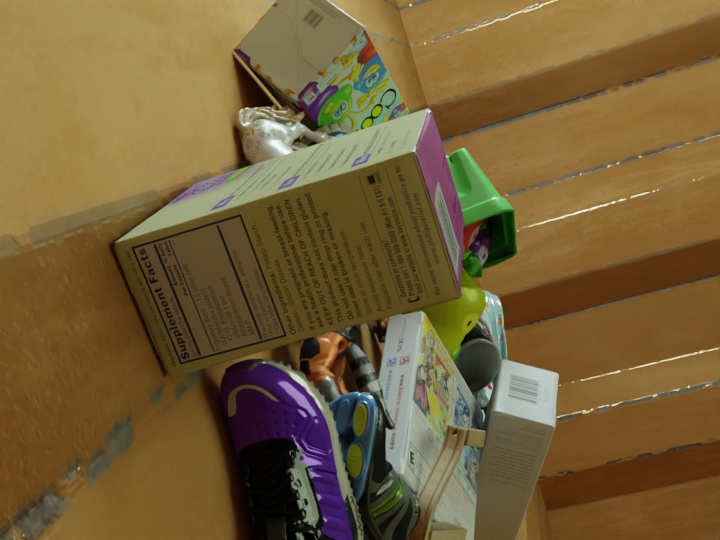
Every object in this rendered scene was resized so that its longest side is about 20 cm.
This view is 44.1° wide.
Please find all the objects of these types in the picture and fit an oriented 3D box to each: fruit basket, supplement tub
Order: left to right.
[{"bbox_3d":[0.097,0.084,1.131,0.200,0.107,0.107,38,-27,60],"label":"supplement tub"},{"bbox_3d":[0.104,-0.004,0.988,0.216,0.155,0.216,-21,90,-84],"label":"fruit basket"}]

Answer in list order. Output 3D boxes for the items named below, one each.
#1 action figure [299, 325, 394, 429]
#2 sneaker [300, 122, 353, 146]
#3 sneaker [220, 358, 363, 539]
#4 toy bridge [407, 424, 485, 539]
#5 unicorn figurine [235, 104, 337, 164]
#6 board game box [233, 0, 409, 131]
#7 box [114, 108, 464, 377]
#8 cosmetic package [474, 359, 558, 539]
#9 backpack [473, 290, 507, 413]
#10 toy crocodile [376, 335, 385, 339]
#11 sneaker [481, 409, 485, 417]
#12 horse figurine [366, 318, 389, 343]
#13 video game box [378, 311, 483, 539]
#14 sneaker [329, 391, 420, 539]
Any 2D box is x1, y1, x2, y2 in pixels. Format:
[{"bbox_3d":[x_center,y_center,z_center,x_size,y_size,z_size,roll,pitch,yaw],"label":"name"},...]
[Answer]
[{"bbox_3d":[-0.019,0.057,0.837,0.200,0.105,0.194,37,48,-69],"label":"action figure"},{"bbox_3d":[-0.005,-0.077,0.997,0.200,0.078,0.089,42,30,-56],"label":"sneaker"},{"bbox_3d":[-0.050,0.162,0.634,0.100,0.070,0.200,-67,138,-64],"label":"sneaker"},{"bbox_3d":[0.068,0.240,0.805,0.067,0.027,0.200,19,82,-51],"label":"toy bridge"},{"bbox_3d":[-0.060,-0.089,0.832,0.137,0.074,0.200,5,29,-45],"label":"unicorn figurine"},{"bbox_3d":[-0.037,-0.209,0.991,0.105,0.103,0.200,41,0,23],"label":"board game box"},{"bbox_3d":[-0.036,-0.026,0.620,0.176,0.200,0.097,-70,143,-71],"label":"box"},{"bbox_3d":[0.172,0.217,1.043,0.101,0.071,0.200,-66,168,-56],"label":"cosmetic package"},{"bbox_3d":[0.146,0.126,1.293,0.167,0.126,0.200,165,-79,-73],"label":"backpack"},{"bbox_3d":[0.005,-0.011,1.108,0.062,0.067,0.200,-6,78,-59],"label":"toy crocodile"},{"bbox_3d":[0.097,0.186,1.119,0.074,0.116,0.200,47,-20,54],"label":"sneaker"},{"bbox_3d":[0.000,0.000,0.994,0.133,0.050,0.200,47,7,-3],"label":"horse figurine"},{"bbox_3d":[0.070,0.173,0.900,0.200,0.047,0.182,58,35,-42],"label":"video game box"},{"bbox_3d":[0.005,0.183,0.741,0.083,0.071,0.200,-25,121,-37],"label":"sneaker"}]
